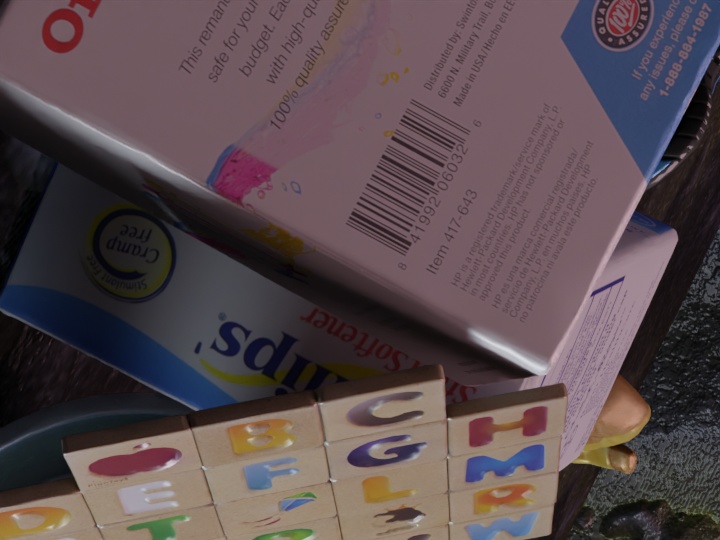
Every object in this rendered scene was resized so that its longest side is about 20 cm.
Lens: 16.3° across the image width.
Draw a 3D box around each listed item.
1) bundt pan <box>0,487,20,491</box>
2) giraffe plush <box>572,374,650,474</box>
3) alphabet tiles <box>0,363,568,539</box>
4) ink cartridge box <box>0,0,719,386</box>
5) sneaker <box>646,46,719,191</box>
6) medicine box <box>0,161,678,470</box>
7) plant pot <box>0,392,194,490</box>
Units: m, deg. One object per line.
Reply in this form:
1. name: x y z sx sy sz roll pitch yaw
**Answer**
1. bundt pan: -0.173 0.140 0.736 0.202 0.076 0.202 -59 167 -23
2. giraffe plush: 0.045 0.102 1.374 0.162 0.173 0.200 -48 158 -12
3. alphabet tiles: -0.023 0.073 0.732 0.200 0.166 0.006 84 -5 -68
4. ink cartridge box: -0.015 -0.070 0.722 0.129 0.200 0.125 -61 -176 -7
5. sneaker: 0.220 -0.115 1.814 0.200 0.073 0.082 -55 166 -31
6. medicine box: 0.000 0.000 0.910 0.103 0.182 0.200 -66 167 11
7. plant pot: -0.083 0.168 0.940 0.200 0.200 0.196 -59 175 -19
